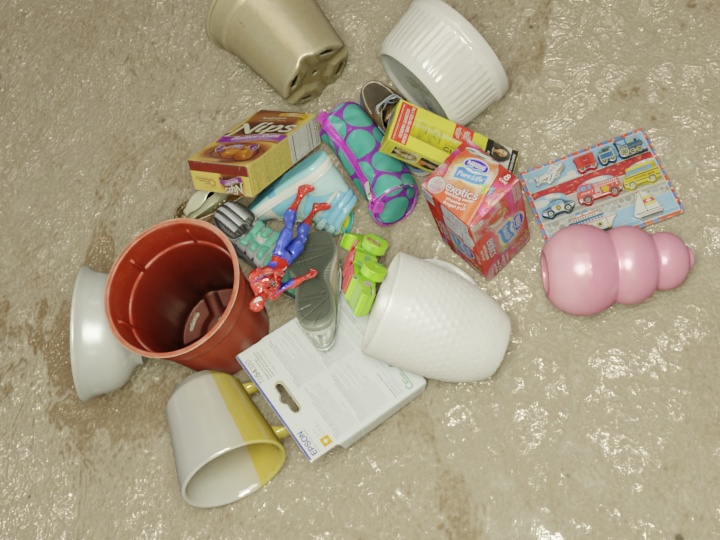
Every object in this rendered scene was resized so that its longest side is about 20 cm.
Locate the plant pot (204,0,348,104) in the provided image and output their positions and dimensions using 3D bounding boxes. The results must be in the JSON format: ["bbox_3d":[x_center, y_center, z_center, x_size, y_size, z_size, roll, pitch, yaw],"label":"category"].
[{"bbox_3d":[-0.126,-0.386,1.390,0.200,0.201,0.184,-38,75,-3],"label":"plant pot"}]

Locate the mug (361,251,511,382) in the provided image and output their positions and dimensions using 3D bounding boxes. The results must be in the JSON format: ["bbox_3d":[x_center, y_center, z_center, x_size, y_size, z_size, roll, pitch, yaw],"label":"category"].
[{"bbox_3d":[0.112,0.058,1.153,0.174,0.148,0.201,21,40,-5],"label":"mug"}]

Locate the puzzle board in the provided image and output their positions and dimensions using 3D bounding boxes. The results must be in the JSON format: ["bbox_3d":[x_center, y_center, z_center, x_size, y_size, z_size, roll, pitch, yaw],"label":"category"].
[{"bbox_3d":[0.351,-0.116,1.232,0.198,0.017,0.152,-20,64,6],"label":"puzzle board"}]

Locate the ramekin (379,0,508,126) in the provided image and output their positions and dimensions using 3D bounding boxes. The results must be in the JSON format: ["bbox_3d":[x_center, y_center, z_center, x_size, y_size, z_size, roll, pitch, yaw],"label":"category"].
[{"bbox_3d":[0.120,-0.307,1.274,0.105,0.200,0.200,-45,64,-2],"label":"ramekin"}]

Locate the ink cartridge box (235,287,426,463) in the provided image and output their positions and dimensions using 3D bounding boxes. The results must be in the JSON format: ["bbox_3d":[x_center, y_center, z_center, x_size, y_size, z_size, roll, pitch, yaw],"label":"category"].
[{"bbox_3d":[-0.042,0.146,1.183,0.199,0.043,0.197,-32,63,-17],"label":"ink cartridge box"}]

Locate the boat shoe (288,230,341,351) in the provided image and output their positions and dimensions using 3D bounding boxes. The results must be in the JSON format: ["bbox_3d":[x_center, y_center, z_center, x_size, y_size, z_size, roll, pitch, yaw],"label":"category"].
[{"bbox_3d":[-0.062,0.023,1.210,0.074,0.065,0.203,-11,44,2],"label":"boat shoe"}]

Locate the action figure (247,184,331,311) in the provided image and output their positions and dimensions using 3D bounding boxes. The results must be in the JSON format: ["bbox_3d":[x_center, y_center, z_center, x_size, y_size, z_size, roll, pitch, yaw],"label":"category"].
[{"bbox_3d":[-0.089,-0.027,1.160,0.099,0.065,0.201,1,56,47],"label":"action figure"}]

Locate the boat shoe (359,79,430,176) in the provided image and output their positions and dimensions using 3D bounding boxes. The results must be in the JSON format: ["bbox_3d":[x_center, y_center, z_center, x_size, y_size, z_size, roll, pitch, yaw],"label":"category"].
[{"bbox_3d":[0.060,-0.243,1.330,0.072,0.072,0.200,-36,63,-3],"label":"boat shoe"}]

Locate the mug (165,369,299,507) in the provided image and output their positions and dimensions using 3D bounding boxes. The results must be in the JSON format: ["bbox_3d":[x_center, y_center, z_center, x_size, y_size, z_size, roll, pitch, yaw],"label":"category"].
[{"bbox_3d":[-0.187,0.224,1.179,0.154,0.185,0.150,57,131,35],"label":"mug"}]

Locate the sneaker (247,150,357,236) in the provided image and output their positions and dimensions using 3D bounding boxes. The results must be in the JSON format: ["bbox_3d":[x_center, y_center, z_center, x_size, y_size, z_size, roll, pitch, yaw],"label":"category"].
[{"bbox_3d":[-0.088,-0.089,1.305,0.199,0.131,0.080,-26,25,40],"label":"sneaker"}]

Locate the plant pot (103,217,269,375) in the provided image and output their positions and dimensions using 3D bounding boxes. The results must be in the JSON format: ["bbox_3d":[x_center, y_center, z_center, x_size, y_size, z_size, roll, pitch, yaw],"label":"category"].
[{"bbox_3d":[-0.233,0.057,1.210,0.199,0.195,0.203,-5,67,13],"label":"plant pot"}]

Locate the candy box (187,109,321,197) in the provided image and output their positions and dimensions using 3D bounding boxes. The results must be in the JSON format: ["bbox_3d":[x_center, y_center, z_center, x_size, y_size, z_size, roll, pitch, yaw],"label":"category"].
[{"bbox_3d":[-0.163,-0.188,1.313,0.116,0.057,0.200,9,35,28],"label":"candy box"}]

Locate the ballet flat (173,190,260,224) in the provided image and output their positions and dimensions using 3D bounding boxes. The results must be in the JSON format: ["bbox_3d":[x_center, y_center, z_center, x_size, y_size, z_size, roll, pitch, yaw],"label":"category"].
[{"bbox_3d":[-0.218,-0.126,1.357,0.199,0.067,0.068,-38,63,-3],"label":"ballet flat"}]

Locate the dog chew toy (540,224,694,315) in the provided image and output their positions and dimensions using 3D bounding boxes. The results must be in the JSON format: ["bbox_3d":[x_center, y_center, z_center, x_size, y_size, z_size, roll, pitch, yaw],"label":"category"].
[{"bbox_3d":[0.349,-0.007,1.133,0.198,0.125,0.126,-7,65,3],"label":"dog chew toy"}]

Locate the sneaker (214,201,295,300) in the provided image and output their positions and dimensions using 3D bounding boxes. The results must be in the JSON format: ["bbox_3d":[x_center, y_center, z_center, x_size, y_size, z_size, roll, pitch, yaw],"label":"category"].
[{"bbox_3d":[-0.144,-0.025,1.302,0.200,0.088,0.074,45,73,2],"label":"sneaker"}]

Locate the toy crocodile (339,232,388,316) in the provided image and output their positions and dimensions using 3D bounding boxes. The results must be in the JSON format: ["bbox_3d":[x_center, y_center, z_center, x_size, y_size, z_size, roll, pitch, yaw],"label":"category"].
[{"bbox_3d":[0.000,0.000,1.203,0.061,0.068,0.201,19,30,-9],"label":"toy crocodile"}]

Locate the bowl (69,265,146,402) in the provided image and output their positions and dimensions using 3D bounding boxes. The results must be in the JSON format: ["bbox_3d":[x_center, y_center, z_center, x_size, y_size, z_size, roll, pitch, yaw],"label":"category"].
[{"bbox_3d":[-0.369,0.093,1.249,0.089,0.201,0.203,-1,66,-6],"label":"bowl"}]

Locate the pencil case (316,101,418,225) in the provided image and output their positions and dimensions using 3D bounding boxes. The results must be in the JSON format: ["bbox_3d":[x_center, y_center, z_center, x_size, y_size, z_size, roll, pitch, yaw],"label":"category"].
[{"bbox_3d":[0.011,-0.170,1.303,0.085,0.092,0.201,-54,55,35],"label":"pencil case"}]

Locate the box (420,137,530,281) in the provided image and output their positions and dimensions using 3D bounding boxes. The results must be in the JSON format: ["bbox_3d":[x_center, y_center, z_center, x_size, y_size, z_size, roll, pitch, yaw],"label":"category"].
[{"bbox_3d":[0.164,-0.079,1.162,0.095,0.200,0.100,-44,64,-4],"label":"box"}]

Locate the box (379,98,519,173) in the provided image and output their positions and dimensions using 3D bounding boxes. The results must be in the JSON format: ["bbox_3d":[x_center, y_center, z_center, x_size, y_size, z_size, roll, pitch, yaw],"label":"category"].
[{"bbox_3d":[0.133,-0.179,1.247,0.199,0.050,0.076,23,72,-9],"label":"box"}]
